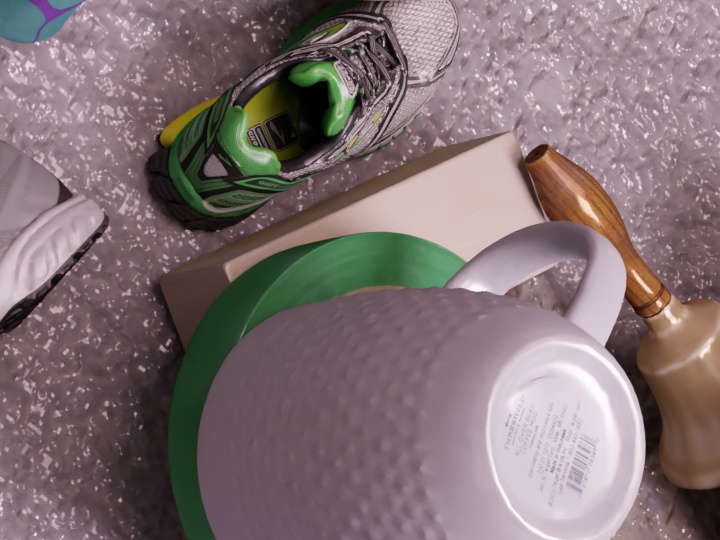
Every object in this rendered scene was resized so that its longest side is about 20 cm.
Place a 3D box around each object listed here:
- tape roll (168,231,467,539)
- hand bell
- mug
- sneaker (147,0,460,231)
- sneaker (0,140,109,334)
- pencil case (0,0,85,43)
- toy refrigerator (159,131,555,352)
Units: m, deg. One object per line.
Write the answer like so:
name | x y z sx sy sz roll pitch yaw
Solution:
tape roll | 0.003 0.084 1.335 0.199 0.048 0.202 5 82 -35
hand bell | 0.150 0.009 1.470 0.200 0.104 0.104 51 56 -23
mug | 0.047 0.059 1.232 0.148 0.175 0.201 44 62 -23
sneaker | -0.012 -0.087 1.420 0.200 0.085 0.078 -40 100 -35
sneaker | -0.202 0.016 1.281 0.079 0.074 0.200 44 51 -5
pencil case | -0.119 -0.195 1.308 0.085 0.200 0.093 35 41 -21
toy refrigerator | 0.000 0.000 1.416 0.199 0.070 0.076 -26 99 -35
